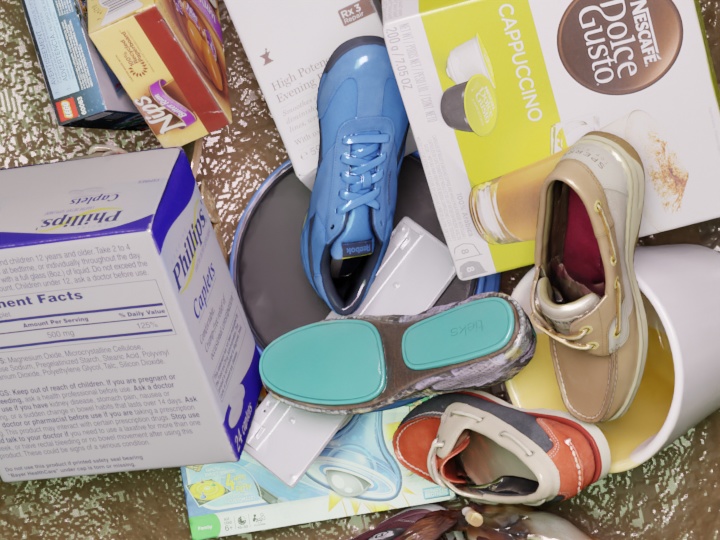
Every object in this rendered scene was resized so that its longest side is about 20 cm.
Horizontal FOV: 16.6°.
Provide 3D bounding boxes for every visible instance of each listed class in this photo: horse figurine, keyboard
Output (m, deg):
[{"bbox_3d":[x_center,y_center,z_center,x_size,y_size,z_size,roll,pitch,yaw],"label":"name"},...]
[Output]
[{"bbox_3d":[0.126,0.195,1.716,0.199,0.133,0.050,18,92,1],"label":"horse figurine"},{"bbox_3d":[-0.008,0.056,1.728,0.056,0.011,0.200,37,87,12],"label":"keyboard"}]

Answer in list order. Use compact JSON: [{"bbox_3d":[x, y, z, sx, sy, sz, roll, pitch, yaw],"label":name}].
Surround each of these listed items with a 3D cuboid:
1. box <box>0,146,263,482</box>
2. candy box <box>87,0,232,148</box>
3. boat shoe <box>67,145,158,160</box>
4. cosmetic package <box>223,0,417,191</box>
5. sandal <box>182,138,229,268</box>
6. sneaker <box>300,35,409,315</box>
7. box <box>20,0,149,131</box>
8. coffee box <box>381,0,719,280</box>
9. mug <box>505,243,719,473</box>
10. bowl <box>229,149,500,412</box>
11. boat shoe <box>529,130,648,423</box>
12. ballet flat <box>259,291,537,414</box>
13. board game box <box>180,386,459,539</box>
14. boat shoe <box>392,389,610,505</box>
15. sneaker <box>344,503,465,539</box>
[{"bbox_3d":[-0.183,0.032,1.689,0.182,0.105,0.201,-6,125,18],"label":"box"},{"bbox_3d":[-0.143,-0.193,1.715,0.056,0.201,0.117,-23,132,10],"label":"candy box"},{"bbox_3d":[-0.193,-0.056,1.764,0.199,0.071,0.063,-20,55,41],"label":"boat shoe"},{"bbox_3d":[-0.030,-0.165,1.750,0.101,0.074,0.201,-26,75,6],"label":"cosmetic package"},{"bbox_3d":[-0.129,0.000,1.809,0.069,0.078,0.213,16,103,-23],"label":"sandal"},{"bbox_3d":[0.001,-0.060,1.660,0.065,0.079,0.201,1,127,-12],"label":"sneaker"},{"bbox_3d":[-0.185,-0.169,1.733,0.037,0.200,0.138,-18,88,11],"label":"box"},{"bbox_3d":[0.131,-0.148,1.646,0.196,0.201,0.201,-13,122,8],"label":"coffee box"},{"bbox_3d":[0.186,0.053,1.703,0.186,0.153,0.150,-23,85,43],"label":"mug"},{"bbox_3d":[0.000,0.000,1.764,0.199,0.039,0.202,-3,77,11],"label":"bowl"},{"bbox_3d":[0.138,0.013,1.575,0.074,0.066,0.202,16,121,37],"label":"boat shoe"},{"bbox_3d":[0.030,0.063,1.678,0.199,0.072,0.073,-11,90,24],"label":"ballet flat"},{"bbox_3d":[-0.035,0.114,1.799,0.198,0.034,0.137,-11,89,9],"label":"board game box"},{"bbox_3d":[0.082,0.125,1.677,0.199,0.062,0.072,3,112,52],"label":"boat shoe"},{"bbox_3d":[-0.022,0.229,1.760,0.199,0.115,0.076,-32,86,8],"label":"sneaker"}]
